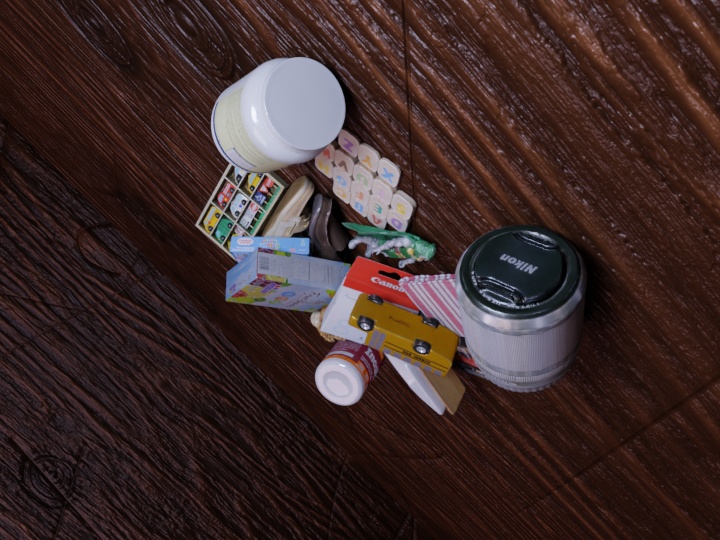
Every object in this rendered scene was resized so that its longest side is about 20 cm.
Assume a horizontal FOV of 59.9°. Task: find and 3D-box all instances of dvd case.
[{"bbox_3d":[0.175,0.132,1.237,0.146,0.022,0.200,15,147,50],"label":"dvd case"}]

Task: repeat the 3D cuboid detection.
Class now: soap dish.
[{"bbox_3d":[0.126,0.197,1.297,0.158,0.081,0.200,54,173,-16],"label":"soap dish"}]

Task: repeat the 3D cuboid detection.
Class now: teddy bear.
[{"bbox_3d":[-0.057,0.084,1.329,0.200,0.067,0.146,-12,95,62],"label":"teddy bear"}]

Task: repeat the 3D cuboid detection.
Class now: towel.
[{"bbox_3d":[0.171,0.059,1.068,0.146,0.030,0.200,50,151,-23],"label":"towel"}]

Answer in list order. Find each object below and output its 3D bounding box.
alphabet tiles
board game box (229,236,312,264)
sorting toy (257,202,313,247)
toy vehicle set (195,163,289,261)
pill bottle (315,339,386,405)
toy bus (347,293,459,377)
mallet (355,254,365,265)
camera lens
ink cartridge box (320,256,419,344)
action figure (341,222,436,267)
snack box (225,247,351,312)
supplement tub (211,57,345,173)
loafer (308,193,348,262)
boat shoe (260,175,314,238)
[{"bbox_3d":[0.004,-0.143,1.025,0.200,0.015,0.196,38,159,10],"label":"alphabet tiles"},{"bbox_3d":[-0.170,-0.019,1.271,0.150,0.037,0.200,2,162,1],"label":"board game box"},{"bbox_3d":[-0.164,-0.096,1.331,0.179,0.107,0.200,-2,135,35],"label":"sorting toy"},{"bbox_3d":[-0.244,-0.132,1.279,0.124,0.027,0.200,39,114,7],"label":"toy vehicle set"},{"bbox_3d":[-0.010,0.195,1.373,0.112,0.200,0.114,11,119,19],"label":"pill bottle"},{"bbox_3d":[0.076,0.116,1.126,0.199,0.065,0.078,22,141,4],"label":"toy bus"},{"bbox_3d":[0.000,0.000,1.220,0.066,0.041,0.200,39,171,20],"label":"mallet"},{"bbox_3d":[0.213,0.052,0.828,0.160,0.160,0.200,28,154,32],"label":"camera lens"},{"bbox_3d":[0.031,0.071,1.172,0.159,0.047,0.200,19,140,-11],"label":"ink cartridge box"},{"bbox_3d":[0.059,-0.039,1.055,0.118,0.055,0.200,28,169,-32],"label":"action figure"},{"bbox_3d":[-0.143,0.024,1.229,0.199,0.068,0.168,9,159,-29],"label":"snack box"},{"bbox_3d":[-0.123,-0.223,0.914,0.145,0.145,0.200,51,157,-22],"label":"supplement tub"},{"bbox_3d":[-0.057,-0.077,1.205,0.071,0.073,0.200,5,152,3],"label":"loafer"},{"bbox_3d":[-0.129,-0.106,1.219,0.069,0.074,0.200,27,140,-15],"label":"boat shoe"}]
